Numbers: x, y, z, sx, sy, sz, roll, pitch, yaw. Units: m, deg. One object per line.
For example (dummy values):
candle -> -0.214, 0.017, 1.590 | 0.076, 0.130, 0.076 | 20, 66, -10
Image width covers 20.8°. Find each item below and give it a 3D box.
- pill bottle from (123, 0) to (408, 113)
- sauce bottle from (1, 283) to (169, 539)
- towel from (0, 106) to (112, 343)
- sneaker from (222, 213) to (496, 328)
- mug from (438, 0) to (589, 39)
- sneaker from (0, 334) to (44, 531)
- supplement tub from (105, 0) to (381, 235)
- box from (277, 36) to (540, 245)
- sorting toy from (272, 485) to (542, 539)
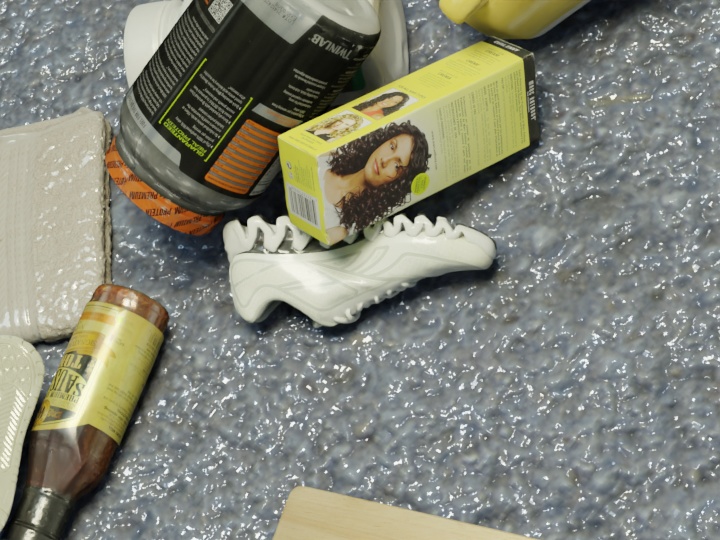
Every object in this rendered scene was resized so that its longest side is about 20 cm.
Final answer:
pill bottle -> -0.071, -0.168, 1.488 | 0.199, 0.113, 0.114 | -5, 60, 16
sauce bottle -> -0.200, 0.109, 1.406 | 0.066, 0.066, 0.201 | 10, 66, 24
towel -> -0.256, -0.031, 1.523 | 0.132, 0.035, 0.201 | -13, 59, 12
sneaker -> 0.000, 0.000, 1.404 | 0.199, 0.075, 0.082 | -2, 85, 13
mug -> 0.117, -0.249, 1.417 | 0.153, 0.186, 0.150 | -43, 60, 38
sneaker -> -0.287, 0.151, 1.386 | 0.076, 0.111, 0.201 | 23, 54, -14
supplement tub -> -0.087, -0.129, 1.378 | 0.200, 0.122, 0.123 | -50, 54, 21
box -> 0.038, -0.094, 1.383 | 0.199, 0.076, 0.050 | -29, 37, -29
sorting toy -> 0.023, 0.259, 1.243 | 0.199, 0.070, 0.200 | 10, 65, 24
